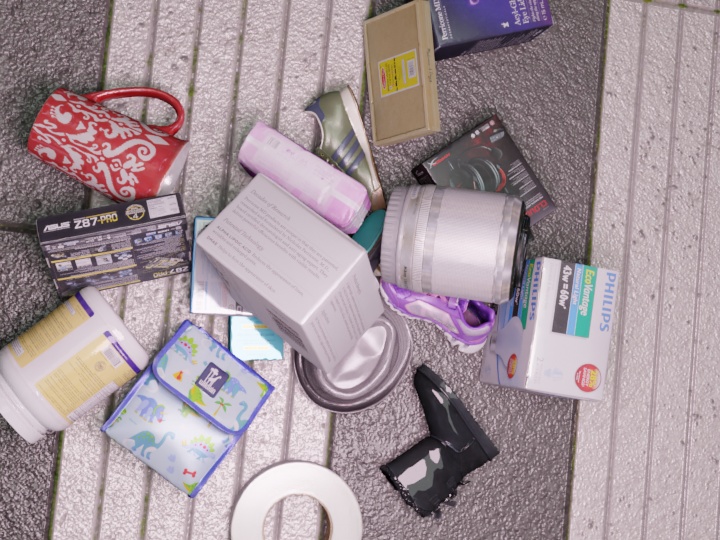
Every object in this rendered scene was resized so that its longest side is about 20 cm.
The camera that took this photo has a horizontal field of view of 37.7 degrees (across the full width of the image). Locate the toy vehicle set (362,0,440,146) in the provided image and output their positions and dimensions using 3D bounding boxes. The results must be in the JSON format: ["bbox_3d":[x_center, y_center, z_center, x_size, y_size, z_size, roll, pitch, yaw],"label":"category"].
[{"bbox_3d":[0.062,-0.300,1.617,0.027,0.124,0.200,-3,87,-42],"label":"toy vehicle set"}]

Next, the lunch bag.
[{"bbox_3d":[-0.247,0.197,1.521,0.170,0.127,0.200,40,80,-7],"label":"lunch bag"}]

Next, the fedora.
[{"bbox_3d":[-0.005,0.123,1.592,0.200,0.090,0.177,-41,95,-11],"label":"fedora"}]

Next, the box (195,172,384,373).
[{"bbox_3d":[-0.089,0.007,1.427,0.200,0.199,0.131,37,76,22],"label":"box"}]

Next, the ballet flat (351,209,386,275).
[{"bbox_3d":[0.000,0.000,1.585,0.073,0.073,0.200,36,62,-7],"label":"ballet flat"}]

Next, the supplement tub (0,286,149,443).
[{"bbox_3d":[-0.416,0.133,1.483,0.200,0.145,0.145,-38,94,-11],"label":"supplement tub"}]

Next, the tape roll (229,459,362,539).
[{"bbox_3d":[-0.097,0.387,1.586,0.203,0.037,0.203,1,86,-12],"label":"tape roll"}]

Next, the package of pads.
[{"bbox_3d":[-0.081,-0.133,1.558,0.200,0.121,0.076,33,85,6],"label":"package of pads"}]

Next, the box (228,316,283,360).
[{"bbox_3d":[-0.158,0.035,1.589,0.082,0.049,0.200,0,87,-11],"label":"box"}]

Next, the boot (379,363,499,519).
[{"bbox_3d":[0.101,0.266,1.618,0.162,0.073,0.198,-39,95,-8],"label":"boot"}]

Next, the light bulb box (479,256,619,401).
[{"bbox_3d":[0.282,0.090,1.596,0.125,0.200,0.198,10,84,-11],"label":"light bulb box"}]

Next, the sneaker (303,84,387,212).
[{"bbox_3d":[-0.027,-0.178,1.627,0.090,0.067,0.200,-17,96,4],"label":"sneaker"}]

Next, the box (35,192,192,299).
[{"bbox_3d":[-0.344,-0.033,1.499,0.200,0.161,0.049,-13,61,-11],"label":"box"}]

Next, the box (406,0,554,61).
[{"bbox_3d":[0.181,-0.424,1.657,0.200,0.104,0.148,-15,90,-12],"label":"box"}]

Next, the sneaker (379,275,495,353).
[{"bbox_3d":[0.126,0.047,1.617,0.200,0.088,0.081,31,61,-9],"label":"sneaker"}]

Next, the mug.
[{"bbox_3d":[-0.360,-0.185,1.539,0.200,0.133,0.178,26,46,-4],"label":"mug"}]

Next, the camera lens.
[{"bbox_3d":[0.141,-0.041,1.534,0.200,0.160,0.160,8,85,10],"label":"camera lens"}]

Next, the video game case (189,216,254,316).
[{"bbox_3d":[-0.149,-0.003,1.557,0.200,0.018,0.143,3,85,-14],"label":"video game case"}]

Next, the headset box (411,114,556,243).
[{"bbox_3d":[0.199,-0.119,1.656,0.149,0.075,0.200,-34,93,-11],"label":"headset box"}]
